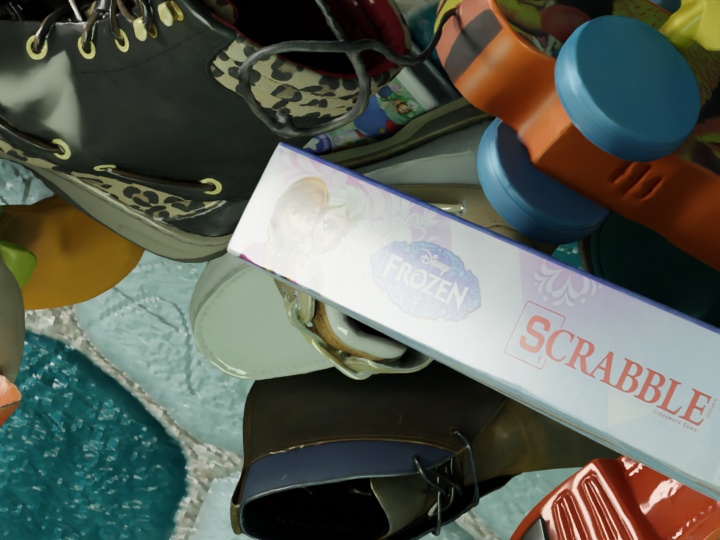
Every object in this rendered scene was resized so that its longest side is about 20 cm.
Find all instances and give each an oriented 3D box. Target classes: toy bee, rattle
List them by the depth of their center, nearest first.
[{"bbox_3d":[0.071,-0.072,0.894,0.130,0.109,0.200,-24,135,35],"label":"toy bee"},{"bbox_3d":[-0.118,0.035,1.033,0.142,0.131,0.200,28,180,-35],"label":"rattle"}]

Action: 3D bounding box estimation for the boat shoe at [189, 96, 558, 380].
[{"bbox_3d":[0.000,0.000,1.041,0.075,0.069,0.200,38,137,-19],"label":"boat shoe"}]

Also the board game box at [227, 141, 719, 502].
[{"bbox_3d":[0.091,0.038,0.876,0.199,0.041,0.199,25,178,41],"label":"board game box"}]

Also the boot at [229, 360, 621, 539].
[{"bbox_3d":[0.045,0.075,1.108,0.199,0.097,0.075,5,137,19],"label":"boot"}]

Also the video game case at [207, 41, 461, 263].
[{"bbox_3d":[-0.048,-0.072,1.052,0.143,0.018,0.200,-20,124,38],"label":"video game case"}]

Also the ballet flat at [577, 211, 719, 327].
[{"bbox_3d":[0.147,0.029,1.041,0.067,0.062,0.200,-32,112,23],"label":"ballet flat"}]

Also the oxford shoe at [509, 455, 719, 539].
[{"bbox_3d":[0.142,0.071,1.005,0.200,0.071,0.072,-36,142,23],"label":"oxford shoe"}]

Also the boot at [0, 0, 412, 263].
[{"bbox_3d":[-0.092,-0.086,0.974,0.199,0.073,0.150,32,146,-18],"label":"boot"}]

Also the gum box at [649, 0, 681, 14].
[{"bbox_3d":[0.199,-0.082,0.911,0.169,0.045,0.200,34,138,-12],"label":"gum box"}]
